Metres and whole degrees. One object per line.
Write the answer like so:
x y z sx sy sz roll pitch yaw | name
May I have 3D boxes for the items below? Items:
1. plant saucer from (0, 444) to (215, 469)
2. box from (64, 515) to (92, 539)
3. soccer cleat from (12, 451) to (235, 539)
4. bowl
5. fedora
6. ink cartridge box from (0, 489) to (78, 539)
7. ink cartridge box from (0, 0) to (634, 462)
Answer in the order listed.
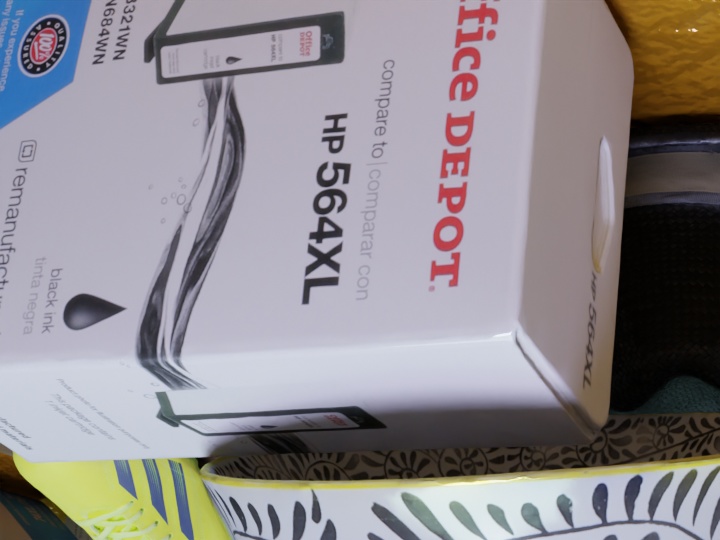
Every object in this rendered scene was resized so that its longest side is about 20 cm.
-0.133 0.068 0.996 0.200 0.030 0.200 6 158 3 | plant saucer
-0.069 0.214 1.216 0.200 0.106 0.152 -9 152 32 | box
-0.107 0.132 0.994 0.065 0.084 0.200 -5 154 26 | soccer cleat
0.054 0.099 0.615 0.200 0.094 0.201 -5 180 0 | bowl
0.134 0.026 0.743 0.200 0.092 0.201 5 157 2 | fedora
-0.272 0.195 1.116 0.200 0.147 0.146 24 -176 -33 | ink cartridge box
-0.025 -0.023 0.610 0.200 0.146 0.084 -5 152 23 | ink cartridge box
